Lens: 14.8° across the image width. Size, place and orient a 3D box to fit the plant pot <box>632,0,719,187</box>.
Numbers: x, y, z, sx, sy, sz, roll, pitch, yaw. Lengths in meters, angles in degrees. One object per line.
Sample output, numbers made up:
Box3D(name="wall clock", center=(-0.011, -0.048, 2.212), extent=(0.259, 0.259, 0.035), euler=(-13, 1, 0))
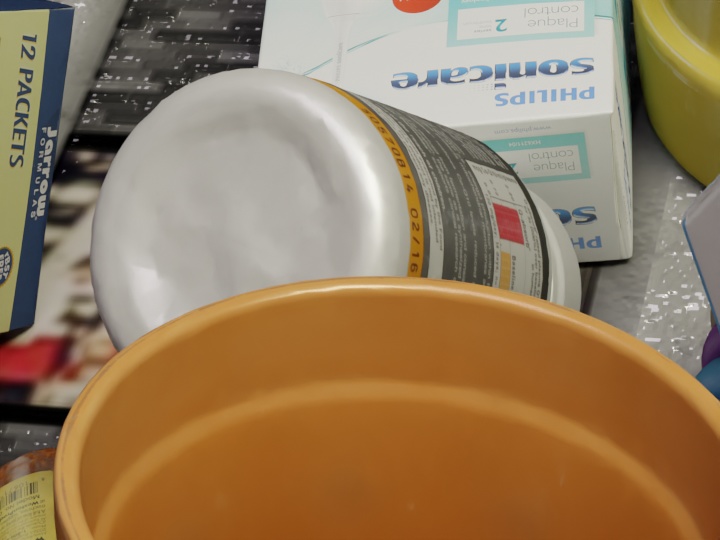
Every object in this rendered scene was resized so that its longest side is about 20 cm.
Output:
Box3D(name="plant pot", center=(0.202, -0.149, 1.090), extent=(0.199, 0.190, 0.201), euler=(-7, 43, 7))

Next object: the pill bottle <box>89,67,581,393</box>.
Box3D(name="pill bottle", center=(0.000, 0.000, 0.971), extent=(0.116, 0.200, 0.117), euler=(-3, 83, 25))

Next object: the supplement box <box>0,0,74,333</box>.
Box3D(name="supplement box", center=(-0.251, -0.052, 1.078), extent=(0.199, 0.135, 0.200), euler=(14, 13, 25))

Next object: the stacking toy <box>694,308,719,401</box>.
Box3D(name="stacking toy", center=(0.132, 0.090, 0.948), extent=(0.085, 0.086, 0.201), euler=(11, 53, 23))

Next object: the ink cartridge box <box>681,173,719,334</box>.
Box3D(name="ink cartridge box", center=(0.237, 0.004, 0.895), extent=(0.199, 0.146, 0.147), euler=(-12, 73, -19))

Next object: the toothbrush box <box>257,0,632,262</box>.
Box3D(name="toothbrush box", center=(0.038, -0.096, 1.150), extent=(0.145, 0.086, 0.201), euler=(-4, 46, 10))

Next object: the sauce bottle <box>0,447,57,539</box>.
Box3D(name="sauce bottle", center=(-0.101, 0.141, 0.939), extent=(0.066, 0.066, 0.200), euler=(-12, 33, 1))

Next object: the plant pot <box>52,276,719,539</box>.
Box3D(name="plant pot", center=(0.009, 0.113, 0.804), extent=(0.199, 0.141, 0.200), euler=(4, 32, -2))
